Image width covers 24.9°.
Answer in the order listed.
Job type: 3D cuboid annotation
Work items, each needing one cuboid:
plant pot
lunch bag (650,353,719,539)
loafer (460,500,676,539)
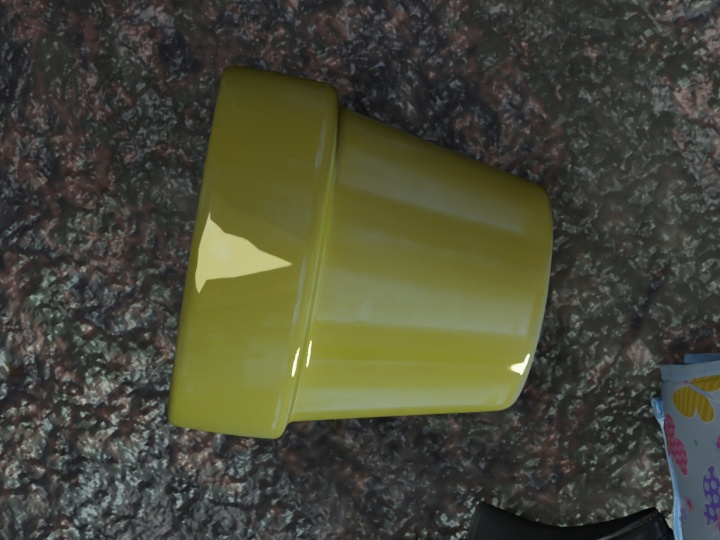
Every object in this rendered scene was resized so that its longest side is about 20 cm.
[{"bbox_3d":[0.000,0.000,0.907,0.189,0.201,0.201,9,94,-6],"label":"plant pot"},{"bbox_3d":[0.262,0.118,0.875,0.200,0.127,0.170,-12,83,35],"label":"lunch bag"},{"bbox_3d":[0.082,0.169,0.949,0.200,0.073,0.072,-21,83,10],"label":"loafer"}]
